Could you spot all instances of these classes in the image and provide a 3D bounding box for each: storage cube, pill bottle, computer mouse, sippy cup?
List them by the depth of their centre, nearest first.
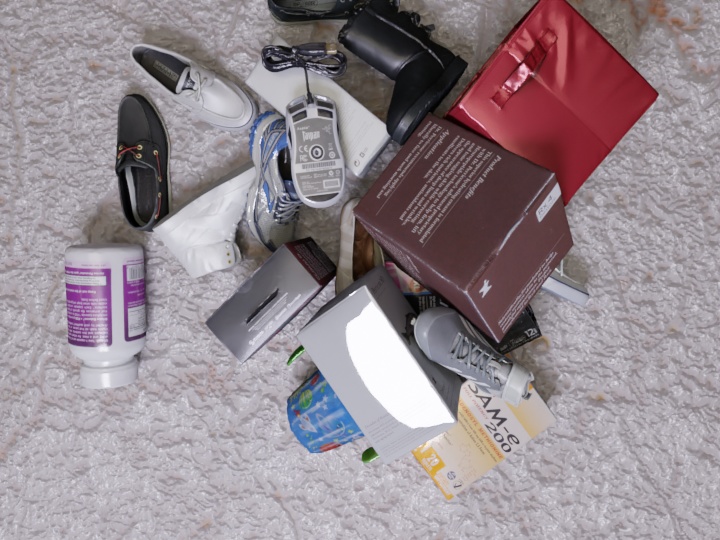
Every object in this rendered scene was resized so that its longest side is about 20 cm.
[{"bbox_3d":[-0.063,-0.182,0.764,0.106,0.044,0.206,-6,95,-8],"label":"computer mouse"},{"bbox_3d":[0.227,-0.206,0.769,0.179,0.200,0.172,40,97,-6],"label":"storage cube"},{"bbox_3d":[-0.034,0.194,0.877,0.129,0.139,0.181,-33,67,18],"label":"sippy cup"},{"bbox_3d":[-0.377,0.065,0.897,0.109,0.112,0.206,1,96,5],"label":"pill bottle"}]

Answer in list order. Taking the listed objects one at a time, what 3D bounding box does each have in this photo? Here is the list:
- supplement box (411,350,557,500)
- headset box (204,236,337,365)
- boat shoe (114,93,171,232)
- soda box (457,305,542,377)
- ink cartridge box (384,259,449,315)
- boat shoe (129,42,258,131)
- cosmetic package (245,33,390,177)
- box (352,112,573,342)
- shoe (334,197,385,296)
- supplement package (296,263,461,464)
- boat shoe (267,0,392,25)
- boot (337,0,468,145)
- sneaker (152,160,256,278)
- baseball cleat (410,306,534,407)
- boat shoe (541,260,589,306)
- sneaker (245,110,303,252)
[{"bbox_3d":[0.166,0.217,0.881,0.199,0.074,0.127,-39,92,8],"label":"supplement box"},{"bbox_3d":[-0.114,0.035,0.824,0.149,0.200,0.077,-44,91,7],"label":"headset box"},{"bbox_3d":[-0.325,-0.161,0.893,0.072,0.063,0.207,-6,94,8],"label":"boat shoe"},{"bbox_3d":[0.147,0.095,0.848,0.197,0.064,0.071,-31,118,18],"label":"soda box"},{"bbox_3d":[0.083,0.031,0.890,0.194,0.037,0.098,-4,96,4],"label":"ink cartridge box"},{"bbox_3d":[-0.241,-0.269,0.870,0.198,0.066,0.073,35,98,1],"label":"boat shoe"},{"bbox_3d":[-0.052,-0.222,0.836,0.199,0.113,0.082,40,99,-2],"label":"cosmetic package"},{"bbox_3d":[0.129,-0.054,0.754,0.167,0.164,0.199,-49,54,-4],"label":"box"},{"bbox_3d":[0.000,0.000,0.841,0.068,0.053,0.206,-5,94,-18],"label":"shoe"},{"bbox_3d":[0.030,0.116,0.777,0.116,0.117,0.202,-34,95,19],"label":"supplement package"},{"bbox_3d":[-0.038,-0.392,0.837,0.193,0.066,0.077,-3,96,6],"label":"boat shoe"},{"bbox_3d":[0.041,-0.270,0.791,0.161,0.074,0.199,37,55,1],"label":"boot"},{"bbox_3d":[-0.192,-0.073,0.893,0.198,0.074,0.117,-33,109,1],"label":"sneaker"},{"bbox_3d":[0.151,0.107,0.747,0.198,0.105,0.071,34,79,-38],"label":"baseball cleat"},{"bbox_3d":[0.244,-0.031,0.853,0.199,0.075,0.087,31,95,11],"label":"boat shoe"},{"bbox_3d":[-0.109,-0.110,0.836,0.084,0.076,0.205,25,127,36],"label":"sneaker"}]
